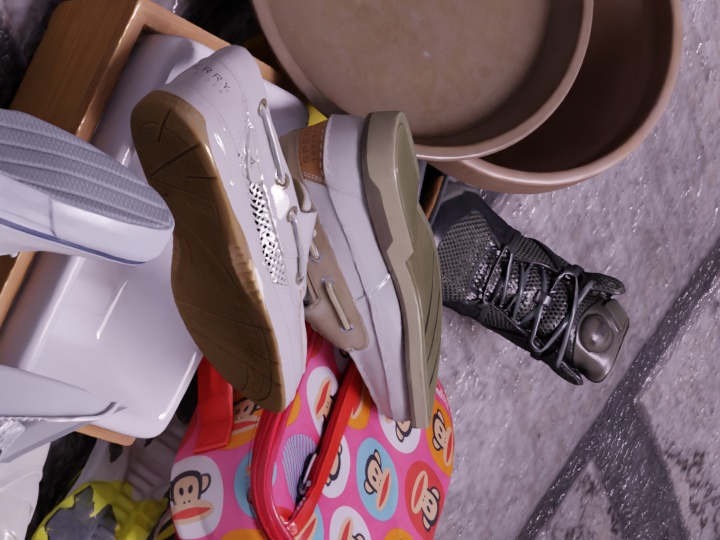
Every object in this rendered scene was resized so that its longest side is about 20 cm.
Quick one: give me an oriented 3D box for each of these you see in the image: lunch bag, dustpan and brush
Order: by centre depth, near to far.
[{"bbox_3d":[-0.221,0.067,1.228,0.199,0.139,0.058,22,64,-26],"label":"dustpan and brush"},{"bbox_3d":[-0.029,0.093,1.465,0.177,0.081,0.201,58,33,-31],"label":"lunch bag"}]

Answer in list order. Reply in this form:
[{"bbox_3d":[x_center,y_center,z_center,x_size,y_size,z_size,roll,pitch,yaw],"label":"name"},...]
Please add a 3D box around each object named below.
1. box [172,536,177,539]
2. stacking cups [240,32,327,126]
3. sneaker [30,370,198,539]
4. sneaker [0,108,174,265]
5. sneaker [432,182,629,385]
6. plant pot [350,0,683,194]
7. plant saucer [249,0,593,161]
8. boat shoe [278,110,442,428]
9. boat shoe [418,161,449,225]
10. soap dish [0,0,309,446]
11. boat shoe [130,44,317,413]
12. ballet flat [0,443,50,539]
[{"bbox_3d":[-0.038,0.223,1.547,0.100,0.199,0.096,-45,145,-29],"label":"box"},{"bbox_3d":[-0.027,-0.044,1.506,0.061,0.060,0.201,-49,151,-24],"label":"stacking cups"},{"bbox_3d":[-0.129,0.124,1.474,0.085,0.074,0.200,-46,-179,45],"label":"sneaker"},{"bbox_3d":[-0.179,-0.030,1.211,0.199,0.073,0.071,15,120,-27],"label":"sneaker"},{"bbox_3d":[0.097,0.009,1.689,0.077,0.114,0.199,-63,149,-4],"label":"sneaker"},{"bbox_3d":[0.066,-0.133,1.502,0.201,0.201,0.093,-48,-171,-26],"label":"plant pot"},{"bbox_3d":[0.026,-0.150,1.418,0.200,0.200,0.029,-46,-170,-28],"label":"plant saucer"},{"bbox_3d":[0.000,0.000,1.402,0.075,0.068,0.201,-81,165,-46],"label":"boat shoe"},{"bbox_3d":[0.054,-0.100,1.580,0.201,0.067,0.072,-58,151,-14],"label":"boat shoe"},{"bbox_3d":[-0.120,-0.025,1.340,0.157,0.081,0.201,24,92,-61],"label":"soap dish"},{"bbox_3d":[-0.049,-0.018,1.305,0.069,0.071,0.201,-44,144,-29],"label":"boat shoe"},{"bbox_3d":[-0.203,0.132,1.338,0.200,0.069,0.070,-37,142,-38],"label":"ballet flat"}]
